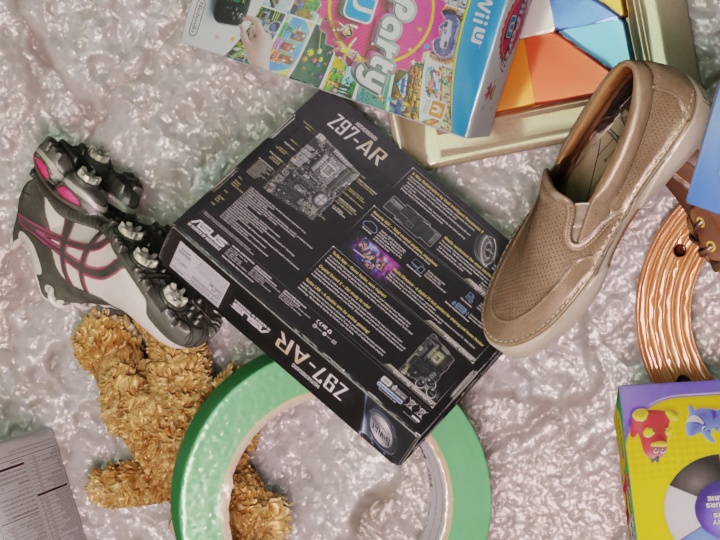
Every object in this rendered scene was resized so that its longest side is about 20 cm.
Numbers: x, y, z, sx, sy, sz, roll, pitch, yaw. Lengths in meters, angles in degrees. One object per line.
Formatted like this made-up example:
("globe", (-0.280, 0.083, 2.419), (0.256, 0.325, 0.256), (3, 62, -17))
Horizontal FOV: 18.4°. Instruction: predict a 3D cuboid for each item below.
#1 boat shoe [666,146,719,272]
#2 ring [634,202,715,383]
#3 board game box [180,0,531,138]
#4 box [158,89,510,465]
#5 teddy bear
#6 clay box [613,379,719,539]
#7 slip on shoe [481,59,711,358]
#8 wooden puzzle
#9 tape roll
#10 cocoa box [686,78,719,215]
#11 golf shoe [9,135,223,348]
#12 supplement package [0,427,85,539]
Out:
("boat shoe", (0.229, -0.031, 1.349), (0.200, 0.072, 0.068), (35, 96, 6))
("ring", (0.273, 0.027, 1.389), (0.200, 0.019, 0.201), (1, 94, 11))
("board game box", (0.005, -0.182, 1.386), (0.199, 0.064, 0.148), (19, 100, 15))
("box", (0.000, 0.000, 1.381), (0.200, 0.044, 0.160), (40, 55, 6))
("teddy bear", (-0.122, 0.106, 1.449), (0.144, 0.067, 0.201), (-8, 90, 14))
("clay box", (0.218, 0.161, 1.312), (0.114, 0.048, 0.201), (-4, 56, 0))
("slip on shoe", (0.127, -0.038, 1.312), (0.200, 0.060, 0.076), (-52, 43, 19))
("wooden puzzle", (0.104, -0.170, 1.404), (0.199, 0.037, 0.186), (-10, 91, 12))
("tape roll", (-0.019, 0.146, 1.403), (0.200, 0.048, 0.201), (-1, 94, -12))
("cocoa box", (0.284, -0.123, 1.271), (0.131, 0.200, 0.134), (21, 138, 10))
("golf shoe", (-0.157, -0.001, 1.426), (0.200, 0.077, 0.088), (48, 113, 39))
("supplement package", (-0.280, 0.230, 1.447), (0.191, 0.147, 0.201), (-18, 88, 12))
